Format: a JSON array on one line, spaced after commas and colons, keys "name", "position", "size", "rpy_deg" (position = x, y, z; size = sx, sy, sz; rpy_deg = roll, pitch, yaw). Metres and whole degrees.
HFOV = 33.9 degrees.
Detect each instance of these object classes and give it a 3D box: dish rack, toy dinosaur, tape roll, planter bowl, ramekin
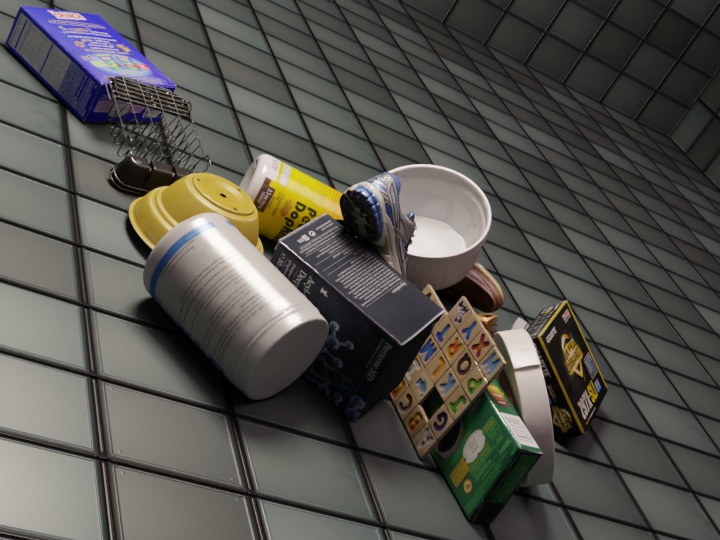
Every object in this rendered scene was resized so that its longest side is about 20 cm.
[{"name": "dish rack", "position": [-0.295, -0.190, 1.690], "size": [0.153, 0.055, 0.200], "rpy_deg": [13, 44, -41]}, {"name": "toy dinosaur", "position": [0.146, 0.078, 1.809], "size": [0.200, 0.061, 0.106], "rpy_deg": [19, 2, -42]}, {"name": "tape roll", "position": [0.207, 0.175, 1.514], "size": [0.037, 0.203, 0.203], "rpy_deg": [-9, 31, -2]}, {"name": "planter bowl", "position": [-0.198, -0.071, 1.563], "size": [0.200, 0.084, 0.201], "rpy_deg": [28, 22, -13]}, {"name": "ramekin", "position": [0.099, -0.061, 1.846], "size": [0.200, 0.105, 0.201], "rpy_deg": [3, 49, -3]}]

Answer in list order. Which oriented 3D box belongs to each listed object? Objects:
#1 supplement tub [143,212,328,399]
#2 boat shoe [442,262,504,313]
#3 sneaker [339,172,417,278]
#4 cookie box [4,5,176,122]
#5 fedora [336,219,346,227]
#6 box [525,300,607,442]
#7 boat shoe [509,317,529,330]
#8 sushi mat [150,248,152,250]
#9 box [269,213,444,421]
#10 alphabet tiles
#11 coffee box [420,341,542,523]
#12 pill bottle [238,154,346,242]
[{"name": "supplement tub", "position": [-0.148, 0.039, 1.385], "size": [0.200, 0.132, 0.132], "rpy_deg": [44, 25, 23]}, {"name": "boat shoe", "position": [0.140, 0.009, 1.908], "size": [0.200, 0.072, 0.068], "rpy_deg": [37, 45, 17]}, {"name": "sneaker", "position": [0.039, -0.037, 1.501], "size": [0.077, 0.200, 0.085], "rpy_deg": [24, 51, 35]}, {"name": "cookie box", "position": [-0.411, -0.313, 1.803], "size": [0.200, 0.075, 0.171], "rpy_deg": [43, 26, 20]}, {"name": "fedora", "position": [0.000, 0.000, 1.614], "size": [0.200, 0.092, 0.201], "rpy_deg": [19, 56, -30]}, {"name": "box", "position": [0.305, 0.148, 1.776], "size": [0.160, 0.049, 0.200], "rpy_deg": [66, 25, -4]}, {"name": "boat shoe", "position": [0.246, 0.124, 1.801], "size": [0.065, 0.074, 0.200], "rpy_deg": [32, 24, 7]}, {"name": "sushi mat", "position": [-0.180, -0.002, 1.574], "size": [0.200, 0.012, 0.096], "rpy_deg": [29, 23, -11]}, {"name": "box", "position": [-0.025, 0.057, 1.463], "size": [0.200, 0.149, 0.107], "rpy_deg": [39, 40, 14]}, {"name": "alphabet tiles", "position": [0.094, 0.113, 1.505], "size": [0.008, 0.167, 0.200], "rpy_deg": [24, 24, -35]}, {"name": "coffee box", "position": [0.137, 0.196, 1.460], "size": [0.044, 0.123, 0.200], "rpy_deg": [14, 28, -34]}, {"name": "pill bottle", "position": [-0.082, -0.081, 1.731], "size": [0.200, 0.109, 0.109], "rpy_deg": [26, 24, -15]}]
